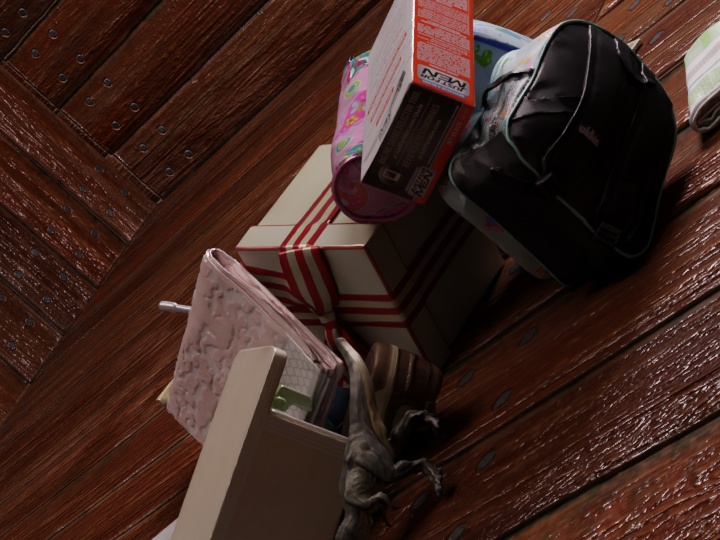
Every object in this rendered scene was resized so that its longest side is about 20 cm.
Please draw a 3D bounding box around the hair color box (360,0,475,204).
[{"bbox_3d":[0.050,-0.164,1.593,0.200,0.064,0.111,-85,18,-51],"label":"hair color box"}]

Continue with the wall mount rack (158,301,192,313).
[{"bbox_3d":[-0.104,0.067,1.915,0.173,0.201,0.075,-21,41,-4],"label":"wall mount rack"}]

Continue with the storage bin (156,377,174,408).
[{"bbox_3d":[-0.121,0.105,2.152,0.199,0.094,0.200,-51,12,-18],"label":"storage bin"}]

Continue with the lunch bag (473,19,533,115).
[{"bbox_3d":[0.164,-0.151,1.735,0.170,0.199,0.128,-98,23,-76],"label":"lunch bag"}]

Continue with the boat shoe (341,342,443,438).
[{"bbox_3d":[0.029,0.128,1.630,0.202,0.074,0.075,113,167,-68],"label":"boat shoe"}]

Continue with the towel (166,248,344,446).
[{"bbox_3d":[-0.107,0.110,1.760,0.032,0.191,0.201,-17,-43,-41],"label":"towel"}]

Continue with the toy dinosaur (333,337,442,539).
[{"bbox_3d":[0.022,0.147,1.495,0.047,0.088,0.201,82,-173,-69],"label":"toy dinosaur"}]

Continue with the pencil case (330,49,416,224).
[{"bbox_3d":[0.018,-0.128,1.695,0.087,0.087,0.200,-41,25,30],"label":"pencil case"}]

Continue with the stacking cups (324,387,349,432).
[{"bbox_3d":[-0.027,0.132,1.849,0.200,0.061,0.060,-45,11,-10],"label":"stacking cups"}]

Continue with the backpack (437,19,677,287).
[{"bbox_3d":[0.171,-0.104,1.569,0.153,0.176,0.200,-27,30,54],"label":"backpack"}]

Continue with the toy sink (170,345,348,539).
[{"bbox_3d":[-0.073,0.179,1.601,0.130,0.112,0.201,-14,56,69],"label":"toy sink"}]

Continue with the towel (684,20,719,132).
[{"bbox_3d":[0.343,-0.207,1.653,0.149,0.031,0.200,-43,13,21],"label":"towel"}]

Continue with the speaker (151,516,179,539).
[{"bbox_3d":[-0.191,0.303,1.808,0.200,0.081,0.081,-40,14,30],"label":"speaker"}]

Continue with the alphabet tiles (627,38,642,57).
[{"bbox_3d":[0.224,-0.167,1.999,0.200,0.006,0.166,-52,12,-18],"label":"alphabet tiles"}]

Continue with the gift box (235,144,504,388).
[{"bbox_3d":[0.000,0.000,1.780,0.199,0.185,0.187,-7,37,42],"label":"gift box"}]
